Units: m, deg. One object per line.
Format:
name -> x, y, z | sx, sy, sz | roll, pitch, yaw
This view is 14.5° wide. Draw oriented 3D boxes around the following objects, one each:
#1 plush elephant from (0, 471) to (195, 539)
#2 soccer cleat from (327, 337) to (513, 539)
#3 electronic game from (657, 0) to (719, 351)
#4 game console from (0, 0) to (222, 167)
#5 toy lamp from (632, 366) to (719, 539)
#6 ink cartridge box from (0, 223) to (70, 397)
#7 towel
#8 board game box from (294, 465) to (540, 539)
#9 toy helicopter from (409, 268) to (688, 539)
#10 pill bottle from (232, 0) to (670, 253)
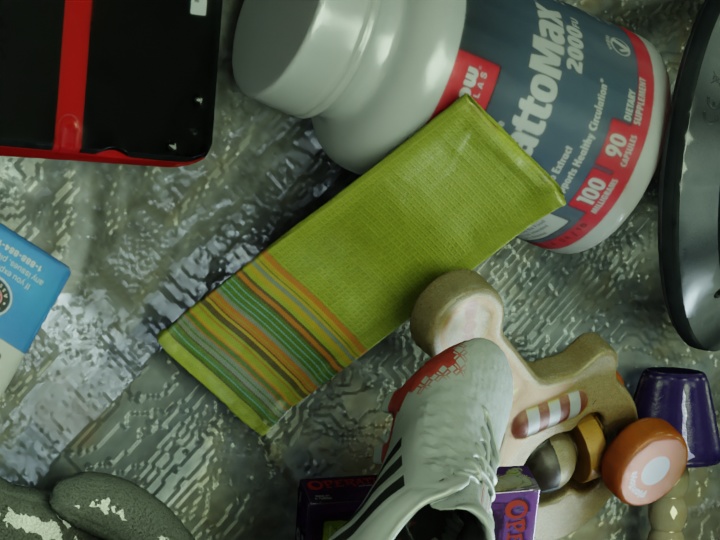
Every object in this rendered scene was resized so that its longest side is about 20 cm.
plush elephant -> -0.102, 0.183, 1.325 | 0.199, 0.155, 0.166 | 10, 90, -27
soccer cleat -> 0.036, 0.105, 1.293 | 0.069, 0.085, 0.200 | 59, 45, -24
electronic game -> 0.194, -0.058, 1.471 | 0.200, 0.041, 0.202 | 9, 90, -66
game console -> -0.141, -0.152, 1.314 | 0.176, 0.031, 0.202 | 2, 94, -36
toy lamp -> 0.163, 0.153, 1.518 | 0.058, 0.058, 0.202 | 2, 95, -27
ink cartridge box -> -0.247, 0.048, 1.280 | 0.146, 0.084, 0.201 | 33, 78, -26
towel -> 0.000, 0.000, 1.375 | 0.200, 0.018, 0.086 | -37, 128, 16
board game box -> 0.021, 0.192, 1.412 | 0.119, 0.032, 0.201 | 0, 117, -11
toy helicopter -> 0.071, 0.073, 1.427 | 0.132, 0.079, 0.200 | -40, 135, -3
pill bottle -> 0.043, -0.094, 1.400 | 0.199, 0.119, 0.120 | 20, 85, -27
